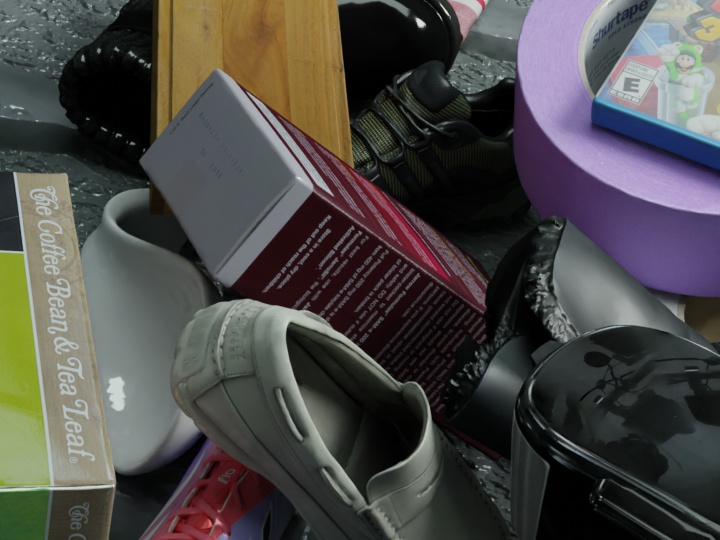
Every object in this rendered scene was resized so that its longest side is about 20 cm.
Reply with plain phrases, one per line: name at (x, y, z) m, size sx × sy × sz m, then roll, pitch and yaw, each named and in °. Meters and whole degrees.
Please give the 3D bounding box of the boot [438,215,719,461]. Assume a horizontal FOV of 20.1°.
boot at (0.144, 0.027, 0.876) m, size 0.168 × 0.076 × 0.201 m, roll 39°, pitch 70°, yaw -5°

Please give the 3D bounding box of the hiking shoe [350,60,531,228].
hiking shoe at (0.013, -0.069, 1.098) m, size 0.199 × 0.101 × 0.076 m, roll -13°, pitch 43°, yaw -30°

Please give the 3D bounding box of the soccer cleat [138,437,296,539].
soccer cleat at (-0.059, 0.105, 0.869) m, size 0.066 × 0.077 × 0.200 m, roll 20°, pitch 37°, yaw 10°

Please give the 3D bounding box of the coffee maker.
coffee maker at (0.131, 0.143, 0.768) m, size 0.190 × 0.201 × 0.135 m, roll 17°, pitch 37°, yaw 7°

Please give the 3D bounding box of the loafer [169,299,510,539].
loafer at (0.005, 0.079, 0.851) m, size 0.069 × 0.200 × 0.070 m, roll -12°, pitch 52°, yaw 41°

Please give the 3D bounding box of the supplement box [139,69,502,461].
supplement box at (0.000, 0.000, 0.940) m, size 0.199 × 0.061 × 0.109 m, roll 34°, pitch 12°, yaw -37°

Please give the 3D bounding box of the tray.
tray at (-0.059, -0.104, 1.055) m, size 0.098 × 0.037 × 0.201 m, roll 4°, pitch 43°, yaw -9°

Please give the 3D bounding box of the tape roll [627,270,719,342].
tape roll at (0.199, 0.058, 1.011) m, size 0.200 × 0.071 × 0.203 m, roll 7°, pitch 37°, yaw -6°

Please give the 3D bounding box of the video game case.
video game case at (0.219, -0.120, 1.004) m, size 0.142 × 0.018 × 0.201 m, roll 22°, pitch 55°, yaw 20°

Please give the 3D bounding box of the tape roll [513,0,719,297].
tape roll at (0.177, -0.084, 1.031) m, size 0.198 × 0.066 × 0.201 m, roll -1°, pitch 52°, yaw 2°

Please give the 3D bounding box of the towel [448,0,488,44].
towel at (0.029, -0.221, 1.371) m, size 0.143 × 0.023 × 0.200 m, roll 20°, pitch 37°, yaw 8°

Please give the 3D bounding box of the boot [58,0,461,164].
boot at (-0.054, -0.113, 1.152) m, size 0.209 × 0.080 × 0.158 m, roll 4°, pitch 29°, yaw 8°

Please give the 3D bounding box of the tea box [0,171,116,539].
tea box at (-0.209, 0.067, 0.828) m, size 0.195 × 0.135 × 0.201 m, roll 0°, pitch 38°, yaw -14°

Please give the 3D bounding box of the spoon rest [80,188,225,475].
spoon rest at (-0.101, 0.019, 0.967) m, size 0.060 × 0.100 × 0.200 m, roll 23°, pitch 23°, yaw -21°
